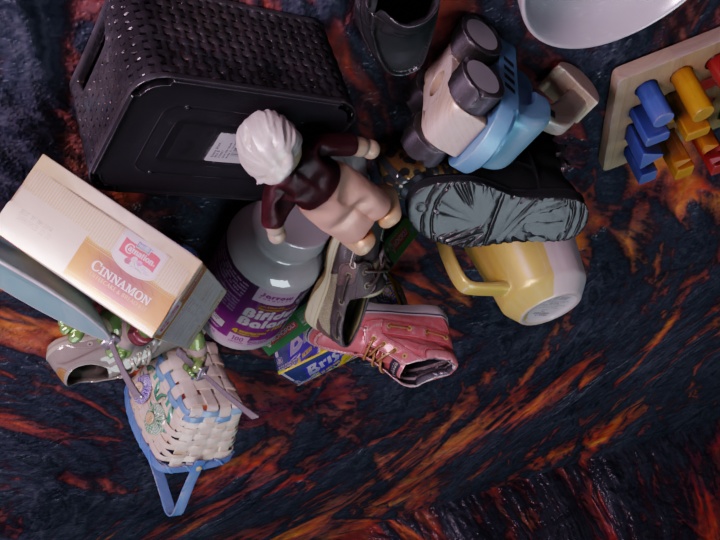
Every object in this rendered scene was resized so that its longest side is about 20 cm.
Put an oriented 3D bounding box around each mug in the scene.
[{"bbox_3d":[0.196,-0.012,1.156,0.183,0.155,0.150,-19,156,-1],"label":"mug"}]

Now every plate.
[{"bbox_3d":[-0.309,0.004,0.830,0.026,0.198,0.201,-60,162,-18],"label":"plate"}]

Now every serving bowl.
[{"bbox_3d":[0.212,-0.276,0.743,0.197,0.067,0.201,-16,155,-8],"label":"serving bowl"}]

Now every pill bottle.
[{"bbox_3d":[-0.104,-0.005,0.989,0.111,0.114,0.200,-4,151,-31],"label":"pill bottle"}]

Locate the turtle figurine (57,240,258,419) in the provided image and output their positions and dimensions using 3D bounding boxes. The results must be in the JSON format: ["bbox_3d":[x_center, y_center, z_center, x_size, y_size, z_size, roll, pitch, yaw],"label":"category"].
[{"bbox_3d":[-0.235,0.080,0.970,0.192,0.204,0.143,-10,-178,42],"label":"turtle figurine"}]

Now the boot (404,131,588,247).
[{"bbox_3d":[0.128,-0.100,0.926,0.194,0.164,0.074,1,129,-11],"label":"boot"}]

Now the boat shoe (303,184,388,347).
[{"bbox_3d":[-0.001,0.001,0.944,0.072,0.066,0.202,-35,158,-44],"label":"boat shoe"}]

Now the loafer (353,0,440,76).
[{"bbox_3d":[0.031,-0.215,0.721,0.067,0.071,0.201,-18,155,-3],"label":"loafer"}]

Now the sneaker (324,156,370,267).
[{"bbox_3d":[-0.010,-0.083,0.981,0.082,0.074,0.201,-42,160,-28],"label":"sneaker"}]

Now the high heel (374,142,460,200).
[{"bbox_3d":[0.086,-0.107,1.023,0.072,0.142,0.200,-48,180,21],"label":"high heel"}]

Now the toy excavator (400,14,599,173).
[{"bbox_3d":[0.147,-0.156,0.874,0.198,0.197,0.100,27,135,-21],"label":"toy excavator"}]

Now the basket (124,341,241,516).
[{"bbox_3d":[-0.249,0.204,1.234,0.137,0.177,0.202,-2,131,-36],"label":"basket"}]

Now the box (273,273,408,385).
[{"bbox_3d":[-0.027,0.085,1.275,0.198,0.071,0.064,-27,150,13],"label":"box"}]

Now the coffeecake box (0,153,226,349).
[{"bbox_3d":[-0.205,-0.006,0.788,0.074,0.152,0.200,-56,178,-8],"label":"coffeecake box"}]

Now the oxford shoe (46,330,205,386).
[{"bbox_3d":[-0.286,0.101,1.131,0.197,0.058,0.076,-12,152,-22],"label":"oxford shoe"}]

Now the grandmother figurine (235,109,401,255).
[{"bbox_3d":[-0.039,-0.072,0.760,0.122,0.060,0.200,-52,148,2],"label":"grandmother figurine"}]

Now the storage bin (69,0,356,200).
[{"bbox_3d":[-0.119,-0.136,0.741,0.197,0.095,0.135,1,147,-37],"label":"storage bin"}]

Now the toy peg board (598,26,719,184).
[{"bbox_3d":[0.392,-0.173,1.049,0.196,0.099,0.201,-21,155,1],"label":"toy peg board"}]

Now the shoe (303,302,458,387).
[{"bbox_3d":[0.028,0.097,1.177,0.196,0.092,0.072,-1,135,-14],"label":"shoe"}]

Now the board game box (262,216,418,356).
[{"bbox_3d":[-0.027,0.019,1.111,0.199,0.029,0.135,-36,-173,28],"label":"board game box"}]
